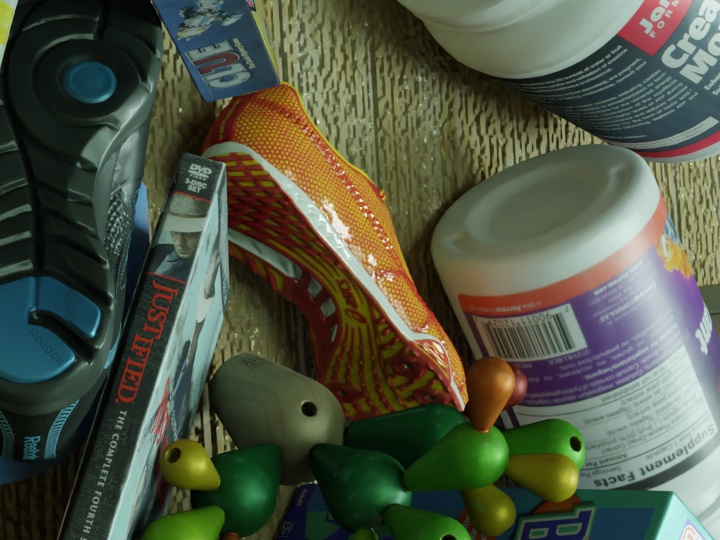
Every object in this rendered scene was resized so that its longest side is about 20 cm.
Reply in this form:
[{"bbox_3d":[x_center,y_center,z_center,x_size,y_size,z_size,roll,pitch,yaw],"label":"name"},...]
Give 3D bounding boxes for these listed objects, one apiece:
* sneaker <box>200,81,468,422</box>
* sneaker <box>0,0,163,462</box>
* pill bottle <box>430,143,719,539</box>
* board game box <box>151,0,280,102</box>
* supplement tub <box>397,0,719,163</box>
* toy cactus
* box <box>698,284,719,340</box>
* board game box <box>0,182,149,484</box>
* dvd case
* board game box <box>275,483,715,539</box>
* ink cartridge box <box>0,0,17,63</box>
[{"bbox_3d":[0.000,0.000,1.193,0.200,0.073,0.077,60,37,-34],"label":"sneaker"},{"bbox_3d":[-0.117,-0.025,1.005,0.082,0.073,0.200,101,-3,-56],"label":"sneaker"},{"bbox_3d":[0.118,0.050,1.299,0.111,0.111,0.200,-48,124,-40],"label":"pill bottle"},{"bbox_3d":[-0.071,-0.158,1.030,0.200,0.035,0.136,69,9,-75],"label":"board game box"},{"bbox_3d":[0.111,-0.142,1.277,0.200,0.140,0.141,24,70,-48],"label":"supplement tub"},{"bbox_3d":[-0.013,0.073,1.088,0.200,0.165,0.102,-23,123,-23],"label":"toy cactus"},{"bbox_3d":[0.195,0.112,1.416,0.095,0.078,0.200,-16,101,-49],"label":"box"},{"bbox_3d":[-0.155,-0.021,1.032,0.200,0.039,0.158,59,41,-34],"label":"board game box"},{"bbox_3d":[-0.087,0.072,1.055,0.146,0.022,0.200,96,9,-68],"label":"dvd case"},{"bbox_3d":[0.032,0.162,1.121,0.045,0.200,0.152,49,52,-37],"label":"board game box"},{"bbox_3d":[-0.193,-0.105,0.906,0.145,0.083,0.200,25,62,-26],"label":"ink cartridge box"}]
